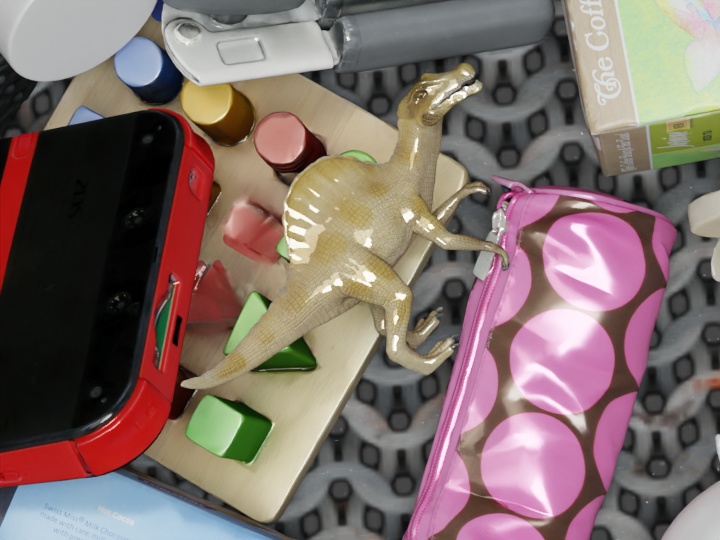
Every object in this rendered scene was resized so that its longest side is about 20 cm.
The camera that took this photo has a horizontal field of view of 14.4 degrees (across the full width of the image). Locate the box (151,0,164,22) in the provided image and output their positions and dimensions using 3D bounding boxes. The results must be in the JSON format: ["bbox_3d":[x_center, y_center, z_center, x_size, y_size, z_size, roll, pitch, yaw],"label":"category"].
[{"bbox_3d":[-0.037,-0.210,1.360,0.199,0.032,0.122,-26,62,26],"label":"box"}]

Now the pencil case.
[{"bbox_3d":[0.079,0.059,1.346,0.093,0.091,0.201,19,82,-35],"label":"pencil case"}]

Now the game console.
[{"bbox_3d":[-0.159,0.015,1.302,0.176,0.031,0.201,-11,47,22],"label":"game console"}]

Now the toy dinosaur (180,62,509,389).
[{"bbox_3d":[0.000,0.000,1.298,0.101,0.058,0.200,42,75,-15],"label":"toy dinosaur"}]

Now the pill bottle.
[{"bbox_3d":[-0.183,-0.189,1.374,0.112,0.112,0.200,-39,64,2],"label":"pill bottle"}]

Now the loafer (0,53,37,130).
[{"bbox_3d":[-0.250,-0.068,1.412,0.200,0.068,0.071,-33,67,3],"label":"loafer"}]

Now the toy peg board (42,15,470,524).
[{"bbox_3d":[-0.083,-0.014,1.371,0.199,0.098,0.201,30,87,10],"label":"toy peg board"}]

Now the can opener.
[{"bbox_3d":[0.000,-0.124,1.352,0.199,0.067,0.053,-7,58,-24],"label":"can opener"}]

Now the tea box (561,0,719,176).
[{"bbox_3d":[0.186,-0.165,1.335,0.196,0.134,0.201,-11,82,7],"label":"tea box"}]

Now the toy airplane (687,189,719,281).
[{"bbox_3d":[0.257,-0.022,1.283,0.198,0.200,0.142,-26,52,10],"label":"toy airplane"}]

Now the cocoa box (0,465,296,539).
[{"bbox_3d":[-0.124,0.157,1.337,0.199,0.133,0.132,22,86,10],"label":"cocoa box"}]

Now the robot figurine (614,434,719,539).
[{"bbox_3d":[0.210,0.170,1.302,0.170,0.113,0.200,-44,80,-8],"label":"robot figurine"}]
